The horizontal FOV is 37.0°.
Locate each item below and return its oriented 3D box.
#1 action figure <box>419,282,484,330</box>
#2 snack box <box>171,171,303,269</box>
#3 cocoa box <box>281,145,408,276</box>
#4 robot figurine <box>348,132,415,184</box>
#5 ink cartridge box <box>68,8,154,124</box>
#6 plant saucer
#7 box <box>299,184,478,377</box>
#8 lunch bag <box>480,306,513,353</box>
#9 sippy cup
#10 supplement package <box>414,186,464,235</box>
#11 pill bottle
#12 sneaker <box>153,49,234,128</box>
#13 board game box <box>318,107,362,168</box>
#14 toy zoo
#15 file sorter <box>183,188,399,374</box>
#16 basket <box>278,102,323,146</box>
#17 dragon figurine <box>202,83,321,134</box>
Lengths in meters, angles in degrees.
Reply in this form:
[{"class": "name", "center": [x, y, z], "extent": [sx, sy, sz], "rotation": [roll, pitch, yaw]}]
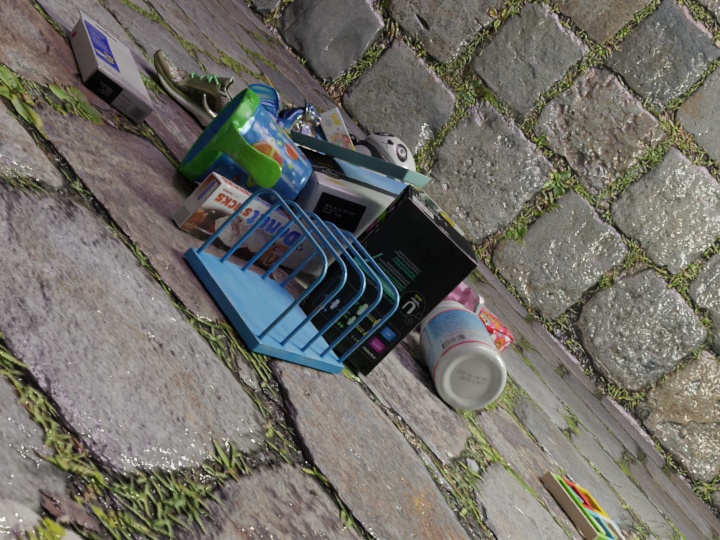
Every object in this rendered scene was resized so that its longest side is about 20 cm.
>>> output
[{"class": "action figure", "center": [0.134, 0.078, 1.881], "extent": [0.134, 0.149, 0.200], "rotation": [28, 27, 12]}, {"class": "snack box", "center": [-0.139, -0.055, 1.278], "extent": [0.024, 0.072, 0.200], "rotation": [49, 10, 28]}, {"class": "cocoa box", "center": [-0.015, -0.065, 1.494], "extent": [0.199, 0.134, 0.131], "rotation": [17, 22, -26]}, {"class": "robot figurine", "center": [0.000, -0.148, 1.815], "extent": [0.151, 0.200, 0.125], "rotation": [59, -13, -18]}, {"class": "ink cartridge box", "center": [-0.336, -0.274, 1.433], "extent": [0.095, 0.037, 0.200], "rotation": [37, 16, -38]}, {"class": "plant saucer", "center": [-0.004, -0.150, 1.451], "extent": [0.199, 0.019, 0.070], "rotation": [23, 5, 31]}, {"class": "box", "center": [0.035, 0.009, 1.366], "extent": [0.124, 0.200, 0.149], "rotation": [43, 10, -5]}, {"class": "lunch bag", "center": [0.201, 0.089, 2.096], "extent": [0.176, 0.082, 0.200], "rotation": [47, 8, 26]}, {"class": "sippy cup", "center": [-0.138, -0.137, 1.364], "extent": [0.130, 0.139, 0.178], "rotation": [40, 35, -18]}, {"class": "supplement package", "center": [0.082, -0.065, 1.984], "extent": [0.152, 0.151, 0.200], "rotation": [46, 10, 4]}, {"class": "pill bottle", "center": [0.150, 0.123, 1.659], "extent": [0.109, 0.109, 0.200], "rotation": [42, 12, -20]}, {"class": "sneaker", "center": [-0.240, -0.285, 1.705], "extent": [0.200, 0.089, 0.077], "rotation": [45, 10, -7]}, {"class": "board game box", "center": [-0.014, -0.141, 1.662], "extent": [0.134, 0.034, 0.201], "rotation": [130, -63, -86]}, {"class": "toy zoo", "center": [0.373, 0.398, 1.745], "extent": [0.200, 0.020, 0.131], "rotation": [33, 16, -53]}, {"class": "file sorter", "center": [-0.066, 0.011, 1.180], "extent": [0.139, 0.123, 0.200], "rotation": [50, 11, 26]}, {"class": "basket", "center": [-0.106, -0.167, 1.647], "extent": [0.200, 0.139, 0.177], "rotation": [33, 19, -41]}, {"class": "dragon figurine", "center": [-0.144, -0.219, 1.496], "extent": [0.199, 0.059, 0.100], "rotation": [20, 53, -33]}]
